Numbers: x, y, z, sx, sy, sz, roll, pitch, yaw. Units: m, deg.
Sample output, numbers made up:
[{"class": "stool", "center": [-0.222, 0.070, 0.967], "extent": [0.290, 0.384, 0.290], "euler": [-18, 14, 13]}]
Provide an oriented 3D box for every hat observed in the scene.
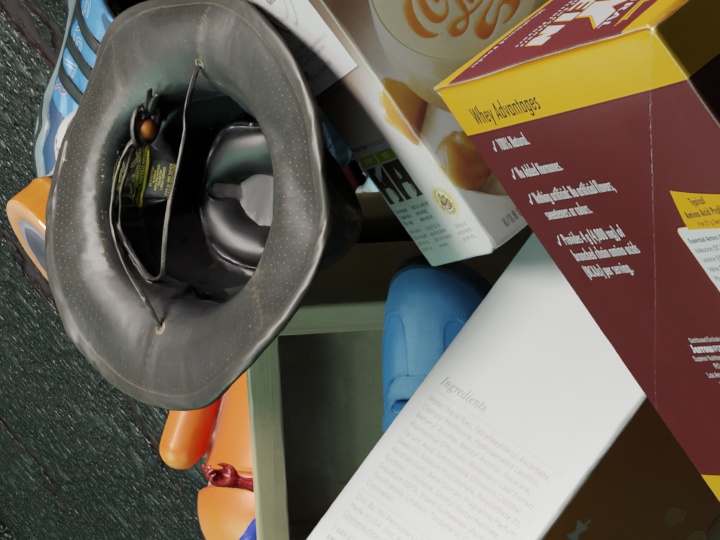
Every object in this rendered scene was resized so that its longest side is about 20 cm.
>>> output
[{"class": "hat", "center": [-0.054, -0.027, 1.274], "extent": [0.200, 0.081, 0.201], "euler": [-11, 75, 49]}]

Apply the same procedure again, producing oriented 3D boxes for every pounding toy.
[{"class": "pounding toy", "center": [0.044, 0.052, 1.412], "extent": [0.142, 0.200, 0.184], "euler": [-98, 5, -58]}]

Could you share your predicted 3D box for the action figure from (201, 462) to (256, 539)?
[{"class": "action figure", "center": [-0.065, 0.120, 1.521], "extent": [0.099, 0.200, 0.065], "euler": [37, 147, 10]}]

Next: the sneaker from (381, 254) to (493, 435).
[{"class": "sneaker", "center": [0.039, 0.091, 1.297], "extent": [0.066, 0.078, 0.200], "euler": [8, 125, 24]}]

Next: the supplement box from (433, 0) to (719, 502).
[{"class": "supplement box", "center": [0.162, -0.030, 1.015], "extent": [0.200, 0.133, 0.197], "euler": [55, 163, -9]}]

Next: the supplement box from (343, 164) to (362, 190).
[{"class": "supplement box", "center": [-0.078, -0.069, 1.676], "extent": [0.109, 0.061, 0.200], "euler": [59, 161, -19]}]

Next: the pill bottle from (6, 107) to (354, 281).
[{"class": "pill bottle", "center": [-0.080, -0.063, 1.455], "extent": [0.106, 0.200, 0.106], "euler": [46, 161, 20]}]

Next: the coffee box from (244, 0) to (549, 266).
[{"class": "coffee box", "center": [0.027, -0.117, 1.223], "extent": [0.200, 0.114, 0.080], "euler": [54, 163, -7]}]

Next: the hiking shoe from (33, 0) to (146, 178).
[{"class": "hiking shoe", "center": [-0.134, -0.104, 1.577], "extent": [0.087, 0.074, 0.200], "euler": [154, 118, -70]}]

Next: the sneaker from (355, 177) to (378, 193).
[{"class": "sneaker", "center": [0.000, 0.000, 1.476], "extent": [0.200, 0.130, 0.080], "euler": [75, 175, -51]}]

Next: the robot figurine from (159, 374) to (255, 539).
[{"class": "robot figurine", "center": [-0.027, 0.097, 1.670], "extent": [0.116, 0.200, 0.144], "euler": [3, 166, 37]}]

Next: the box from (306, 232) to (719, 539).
[{"class": "box", "center": [0.103, 0.092, 1.237], "extent": [0.106, 0.200, 0.152], "euler": [33, 176, 46]}]
